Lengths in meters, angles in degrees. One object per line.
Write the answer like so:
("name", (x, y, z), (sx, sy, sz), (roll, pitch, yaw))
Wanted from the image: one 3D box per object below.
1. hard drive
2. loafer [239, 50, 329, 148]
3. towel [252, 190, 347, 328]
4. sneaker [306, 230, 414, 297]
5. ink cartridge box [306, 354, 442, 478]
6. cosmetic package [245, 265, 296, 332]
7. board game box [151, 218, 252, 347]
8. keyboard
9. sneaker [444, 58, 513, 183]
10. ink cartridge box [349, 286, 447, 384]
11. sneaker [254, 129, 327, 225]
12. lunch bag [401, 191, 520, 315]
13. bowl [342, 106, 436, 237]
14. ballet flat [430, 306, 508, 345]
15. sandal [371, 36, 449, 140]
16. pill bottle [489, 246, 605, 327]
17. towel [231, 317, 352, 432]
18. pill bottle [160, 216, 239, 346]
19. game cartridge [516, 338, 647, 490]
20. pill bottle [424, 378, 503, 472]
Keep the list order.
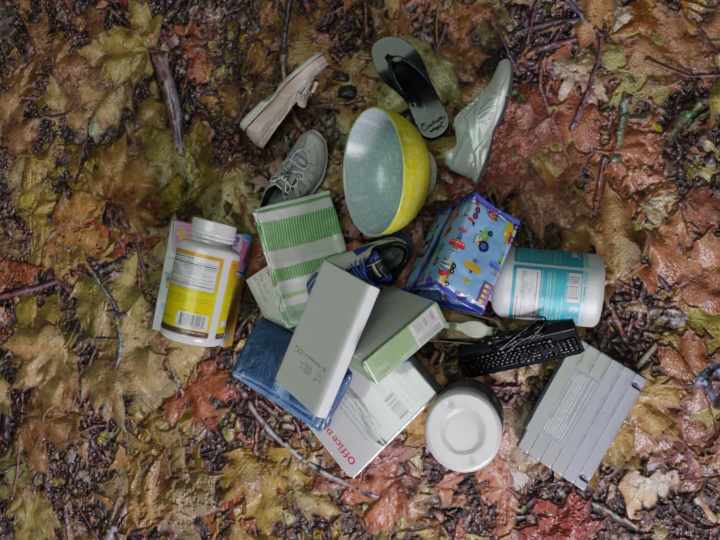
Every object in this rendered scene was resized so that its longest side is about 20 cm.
("hard drive", (-0.053, 0.099, 1.021), (0.131, 0.026, 0.204), (26, 95, 51))
("loafer", (-0.124, -0.299, 1.194), (0.198, 0.072, 0.063), (-38, 97, 15))
("towel", (-0.089, -0.022, 1.144), (0.149, 0.023, 0.205), (-16, 90, -22))
("sneaker", (0.001, 0.000, 1.081), (0.196, 0.115, 0.082), (-30, 96, 1))
("ink cartridge box", (0.017, 0.215, 1.123), (0.200, 0.084, 0.145), (-45, 77, 8))
("cosmetic package", (-0.117, 0.085, 1.179), (0.081, 0.051, 0.203), (-30, 82, 9))
("board game box", (-0.287, 0.022, 1.226), (0.149, 0.040, 0.206), (12, 91, 13))
("keyboard", (0.242, 0.130, 1.053), (0.196, 0.105, 0.040), (-18, 39, 23))
("sneaker", (0.195, -0.253, 1.110), (0.079, 0.070, 0.205), (21, 93, 16))
("ink cartridge box", (0.026, 0.089, 1.060), (0.144, 0.199, 0.049), (-38, 110, -15))
("sneaker", (-0.119, -0.150, 1.172), (0.073, 0.082, 0.204), (27, 94, 12))
("lunch bag", (0.139, -0.024, 1.061), (0.093, 0.199, 0.154), (28, 80, -17))
("bowl", (0.061, -0.159, 1.105), (0.105, 0.199, 0.206), (-4, 86, -29))
("ballet flat", (0.145, 0.088, 1.108), (0.194, 0.067, 0.070), (4, 88, 14))
("sandal", (0.089, -0.319, 1.150), (0.075, 0.043, 0.202), (-35, 81, 9))
("pill bottle", (0.275, 0.022, 1.058), (0.194, 0.111, 0.114), (6, 89, 13))
("towel", (-0.113, 0.166, 1.106), (0.197, 0.048, 0.114), (26, 88, 26))
("pill bottle", (-0.267, 0.018, 1.144), (0.106, 0.109, 0.206), (13, 90, 13))
("game cartridge", (0.347, 0.224, 1.074), (0.128, 0.038, 0.203), (31, 95, 17))
("pill bottle", (0.162, 0.227, 1.030), (0.110, 0.200, 0.117), (0, 88, 13))
